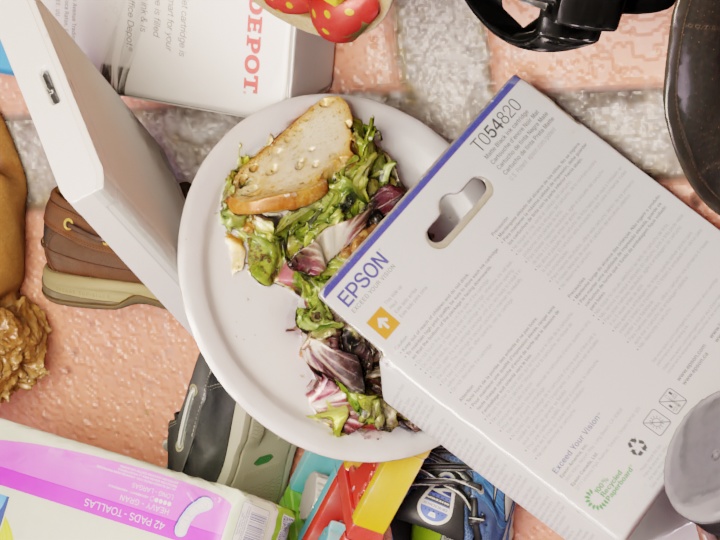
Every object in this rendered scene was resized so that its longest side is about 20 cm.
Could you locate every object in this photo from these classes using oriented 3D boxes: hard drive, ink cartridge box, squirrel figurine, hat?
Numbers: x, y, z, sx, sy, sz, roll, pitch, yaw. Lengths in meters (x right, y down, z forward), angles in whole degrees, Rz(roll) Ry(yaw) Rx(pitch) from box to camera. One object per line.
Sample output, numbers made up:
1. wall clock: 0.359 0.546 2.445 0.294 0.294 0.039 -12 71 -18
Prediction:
1. hard drive: -0.128 -0.052 1.394 0.026 0.200 0.132 -27 63 5
2. ink cartridge box: -0.112 -0.174 1.468 0.199 0.084 0.147 11 109 16
3. squirrel figurine: -0.269 0.017 1.524 0.141 0.187 0.201 -24 96 24
4. ink cartridge box: 0.103 0.022 1.391 0.200 0.200 0.041 39 147 6
5. hat: 0.214 -0.120 1.357 0.081 0.199 0.202 25 121 60

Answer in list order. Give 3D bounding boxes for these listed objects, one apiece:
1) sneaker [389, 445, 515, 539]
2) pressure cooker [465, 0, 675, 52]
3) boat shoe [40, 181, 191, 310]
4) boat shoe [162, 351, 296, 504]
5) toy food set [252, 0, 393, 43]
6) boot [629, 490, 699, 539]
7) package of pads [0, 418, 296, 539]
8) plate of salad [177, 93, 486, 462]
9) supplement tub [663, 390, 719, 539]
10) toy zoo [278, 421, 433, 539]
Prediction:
1. sneaker: 0.060 0.109 1.482 0.078 0.089 0.201 14 110 15
2. pressure cooker: 0.095 -0.213 1.330 0.178 0.176 0.201 20 110 16
3. boat shoe: -0.095 -0.016 1.514 0.199 0.072 0.068 2 108 22
4. boat shoe: -0.083 0.109 1.556 0.068 0.072 0.201 40 121 34
5. toy food set: -0.061 -0.195 1.317 0.200 0.049 0.199 36 152 26
6. boot: 0.162 0.184 1.486 0.199 0.074 0.096 -34 104 28
7. package of pads: -0.149 0.180 1.497 0.199 0.068 0.156 12 81 32
8. plate of salad: 0.000 0.000 1.399 0.201 0.200 0.048 56 150 -2
9. supplement tub: 0.243 0.128 1.356 0.199 0.107 0.107 28 122 -37
10. toy zoo: -0.005 0.115 1.489 0.020 0.131 0.201 20 115 -16
